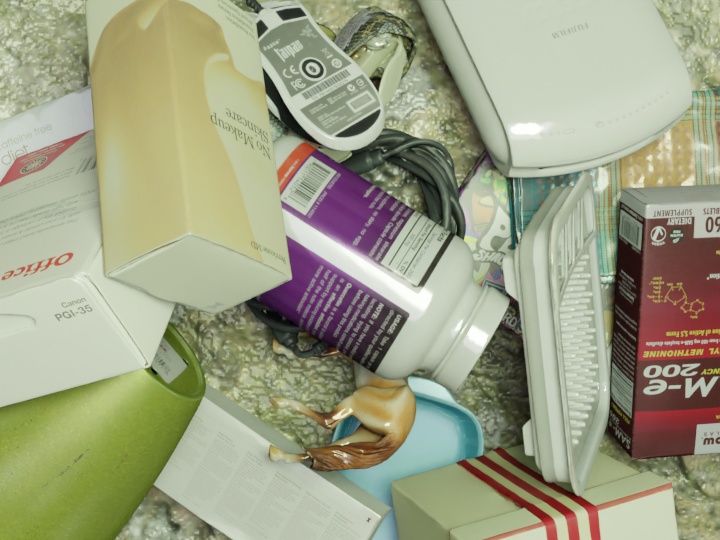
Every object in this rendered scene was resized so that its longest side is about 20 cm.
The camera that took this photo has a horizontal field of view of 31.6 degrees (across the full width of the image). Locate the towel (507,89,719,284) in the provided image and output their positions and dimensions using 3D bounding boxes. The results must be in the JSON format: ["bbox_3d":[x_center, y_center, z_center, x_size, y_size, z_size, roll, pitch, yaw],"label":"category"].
[{"bbox_3d":[0.213,-0.065,0.998,0.198,0.022,0.148,-5,91,-5],"label":"towel"}]

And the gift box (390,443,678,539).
[{"bbox_3d":[0.144,0.245,0.939,0.183,0.187,0.202,-18,101,-16],"label":"gift box"}]

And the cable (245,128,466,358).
[{"bbox_3d":[-0.014,-0.036,0.993,0.200,0.051,0.163,-39,67,-7],"label":"cable"}]

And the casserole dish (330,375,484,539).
[{"bbox_3d":[0.025,0.182,1.025,0.120,0.039,0.202,15,92,-4],"label":"casserole dish"}]

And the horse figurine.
[{"bbox_3d":[-0.003,0.087,0.968,0.131,0.201,0.050,1,129,0],"label":"horse figurine"}]

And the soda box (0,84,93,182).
[{"bbox_3d":[-0.269,-0.079,0.987,0.199,0.064,0.069,-23,93,-3],"label":"soda box"}]

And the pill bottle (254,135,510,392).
[{"bbox_3d":[0.000,0.000,0.888,0.199,0.112,0.113,32,90,2],"label":"pill bottle"}]

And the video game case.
[{"bbox_3d":[0.171,-0.025,1.025,0.199,0.036,0.182,35,89,-4],"label":"video game case"}]

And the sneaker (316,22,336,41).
[{"bbox_3d":[-0.100,-0.131,0.972,0.199,0.077,0.089,-24,98,-24],"label":"sneaker"}]

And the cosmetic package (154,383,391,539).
[{"bbox_3d":[-0.082,0.165,0.989,0.199,0.051,0.083,33,97,11],"label":"cosmetic package"}]

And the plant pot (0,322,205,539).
[{"bbox_3d":[-0.212,0.117,0.913,0.200,0.187,0.187,-39,94,14],"label":"plant pot"}]

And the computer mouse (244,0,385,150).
[{"bbox_3d":[-0.062,-0.157,0.920,0.109,0.044,0.200,-31,77,-30],"label":"computer mouse"}]

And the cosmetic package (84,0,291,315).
[{"bbox_3d":[-0.110,-0.084,0.807,0.071,0.105,0.201,-24,63,27],"label":"cosmetic package"}]

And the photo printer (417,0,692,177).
[{"bbox_3d":[0.146,-0.171,0.963,0.165,0.070,0.201,-18,71,-11],"label":"photo printer"}]

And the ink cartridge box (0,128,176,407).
[{"bbox_3d":[-0.192,-0.012,0.855,0.146,0.201,0.083,-16,124,22],"label":"ink cartridge box"}]

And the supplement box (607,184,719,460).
[{"bbox_3d":[0.253,0.039,0.973,0.108,0.061,0.202,-3,107,-8],"label":"supplement box"}]

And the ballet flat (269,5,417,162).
[{"bbox_3d":[-0.023,-0.120,0.963,0.072,0.072,0.201,39,74,-4],"label":"ballet flat"}]

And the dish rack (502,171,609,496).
[{"bbox_3d":[0.143,0.042,0.913,0.043,0.172,0.202,-3,108,20],"label":"dish rack"}]
